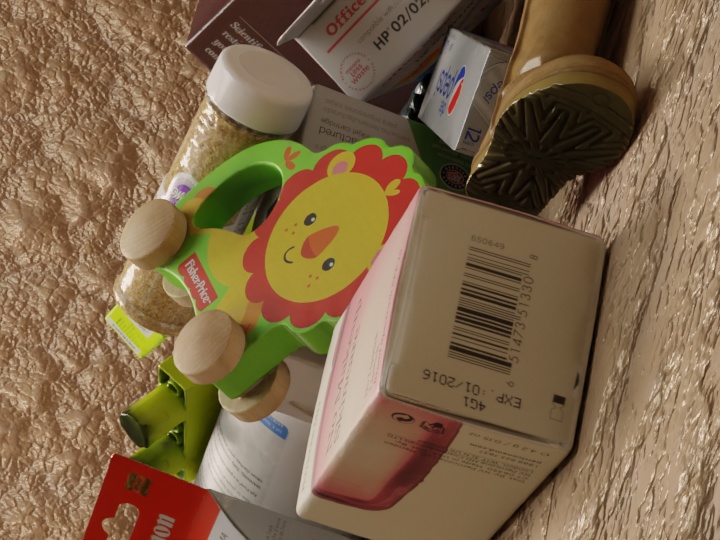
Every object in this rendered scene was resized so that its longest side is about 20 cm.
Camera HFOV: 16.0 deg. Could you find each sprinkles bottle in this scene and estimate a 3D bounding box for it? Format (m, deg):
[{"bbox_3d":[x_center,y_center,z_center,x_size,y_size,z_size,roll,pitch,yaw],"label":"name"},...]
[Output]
[{"bbox_3d":[-0.100,-0.052,1.714,0.068,0.068,0.201,-87,22,-60],"label":"sprinkles bottle"}]

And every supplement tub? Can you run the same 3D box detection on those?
[{"bbox_3d":[-0.045,0.137,1.816,0.132,0.131,0.201,-84,14,-54],"label":"supplement tub"}]

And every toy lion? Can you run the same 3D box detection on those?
[{"bbox_3d":[-0.040,-0.015,1.591,0.191,0.069,0.200,-40,40,7],"label":"toy lion"}]

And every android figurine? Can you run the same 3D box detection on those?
[{"bbox_3d":[-0.093,0.077,1.854,0.200,0.041,0.183,-39,-26,-27],"label":"android figurine"}]

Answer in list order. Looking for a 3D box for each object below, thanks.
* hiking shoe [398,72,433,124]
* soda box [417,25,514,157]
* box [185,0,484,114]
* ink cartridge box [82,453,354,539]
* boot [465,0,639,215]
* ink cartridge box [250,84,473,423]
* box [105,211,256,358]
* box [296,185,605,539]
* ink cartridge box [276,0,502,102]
[{"bbox_3d":[0.022,-0.049,1.856,0.200,0.074,0.087,-52,-2,-14],"label":"hiking shoe"},{"bbox_3d":[0.086,-0.108,1.628,0.200,0.063,0.069,-123,51,-80],"label":"soda box"},{"bbox_3d":[-0.014,-0.211,1.977,0.164,0.166,0.200,-40,18,23],"label":"box"},{"bbox_3d":[-0.098,0.222,1.760,0.163,0.199,0.057,114,172,-46],"label":"ink cartridge box"},{"bbox_3d":[0.122,-0.147,1.448,0.175,0.066,0.201,-38,30,61],"label":"boot"},{"bbox_3d":[0.000,0.000,1.707,0.084,0.145,0.201,136,149,-59],"label":"ink cartridge box"},{"bbox_3d":[-0.094,-0.024,1.866,0.200,0.048,0.122,-44,2,-16],"label":"box"},{"bbox_3d":[0.046,0.061,1.398,0.200,0.108,0.129,121,163,-62],"label":"box"},{"bbox_3d":[0.031,-0.181,1.758,0.115,0.068,0.200,-45,-6,22],"label":"ink cartridge box"}]
